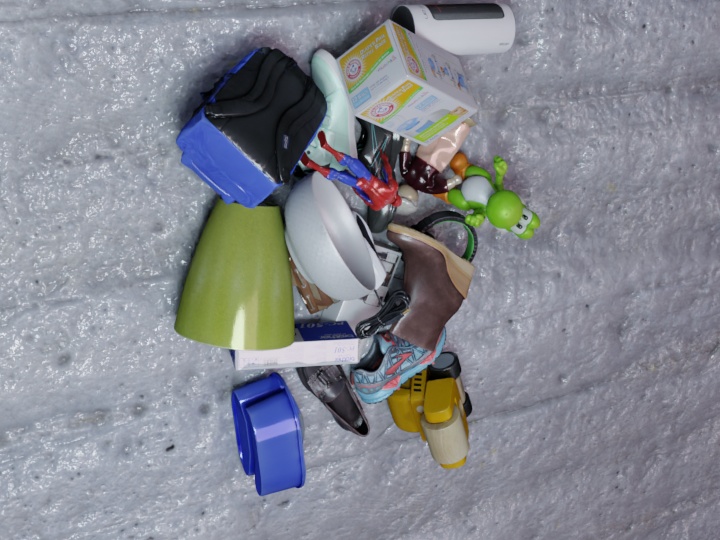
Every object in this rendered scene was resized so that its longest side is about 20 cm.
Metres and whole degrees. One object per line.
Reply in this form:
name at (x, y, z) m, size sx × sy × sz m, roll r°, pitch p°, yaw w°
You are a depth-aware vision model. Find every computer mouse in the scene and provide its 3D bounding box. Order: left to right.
computer mouse at (0.000, 0.000, 1.674) m, size 0.109 × 0.203 × 0.044 m, roll -31°, pitch 170°, yaw 26°

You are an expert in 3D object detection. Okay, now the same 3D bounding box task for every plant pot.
plant pot at (-0.178, -0.003, 1.561) m, size 0.184 × 0.186 × 0.204 m, roll 2°, pitch 100°, yaw -31°

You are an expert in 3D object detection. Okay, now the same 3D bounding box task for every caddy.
caddy at (-0.139, 0.268, 1.704) m, size 0.103 × 0.141 × 0.204 m, roll -15°, pitch 117°, yaw -21°

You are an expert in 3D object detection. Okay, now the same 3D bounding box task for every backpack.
backpack at (-0.157, -0.211, 1.486) m, size 0.162 × 0.167 × 0.202 m, roll 44°, pitch 54°, yaw -19°

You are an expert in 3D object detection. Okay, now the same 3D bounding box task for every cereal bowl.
cereal bowl at (-0.057, -0.042, 1.557) m, size 0.082 × 0.202 × 0.201 m, roll -24°, pitch 125°, yaw 13°

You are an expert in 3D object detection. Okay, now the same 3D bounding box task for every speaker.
speaker at (0.147, -0.383, 1.658) m, size 0.197 × 0.081 × 0.083 m, roll -8°, pitch 113°, yaw -28°

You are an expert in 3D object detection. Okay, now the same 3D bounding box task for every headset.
headset at (0.114, -0.012, 1.775) m, size 0.199 × 0.094 × 0.124 m, roll -36°, pitch 124°, yaw 6°

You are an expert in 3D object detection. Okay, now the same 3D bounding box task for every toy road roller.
toy road roller at (0.115, 0.248, 1.829) m, size 0.143 × 0.201 × 0.125 m, roll -11°, pitch 120°, yaw 14°

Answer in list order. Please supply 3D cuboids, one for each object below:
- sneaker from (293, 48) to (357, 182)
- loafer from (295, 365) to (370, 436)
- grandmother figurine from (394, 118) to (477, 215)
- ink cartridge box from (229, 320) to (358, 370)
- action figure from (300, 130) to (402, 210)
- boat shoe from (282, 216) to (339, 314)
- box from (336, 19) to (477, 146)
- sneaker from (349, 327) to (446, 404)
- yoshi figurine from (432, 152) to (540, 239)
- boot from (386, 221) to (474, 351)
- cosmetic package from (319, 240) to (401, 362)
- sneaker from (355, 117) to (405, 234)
sneaker at (-0.072, -0.226, 1.588) m, size 0.117 × 0.073 × 0.204 m, roll -24°, pitch 121°, yaw -26°
loafer at (-0.040, 0.211, 1.788) m, size 0.072 × 0.063 × 0.201 m, roll -41°, pitch 124°, yaw -11°
grandmother figurine at (0.114, -0.175, 1.723) m, size 0.201 × 0.121 × 0.060 m, roll -55°, pitch 165°, yaw 10°
ink cartridge box at (-0.108, 0.119, 1.661) m, size 0.196 × 0.094 × 0.045 m, roll -2°, pitch 105°, yaw -13°
action figure at (-0.010, -0.159, 1.582) m, size 0.065 × 0.100 × 0.199 m, roll -42°, pitch 132°, yaw 20°
boat shoe at (-0.104, -0.007, 1.659) m, size 0.071 × 0.076 × 0.201 m, roll -36°, pitch 117°, yaw -2°
box at (0.072, -0.280, 1.580) m, size 0.112 × 0.103 × 0.198 m, roll -31°, pitch 155°, yaw 29°
sneaker at (0.066, 0.141, 1.816) m, size 0.199 × 0.079 × 0.096 m, roll -41°, pitch 122°, yaw -11°
yoshi figurine at (0.207, -0.122, 1.714) m, size 0.111 × 0.199 × 0.114 m, roll -22°, pitch 133°, yaw -37°
boot at (0.090, 0.029, 1.706) m, size 0.198 × 0.072 × 0.168 m, roll 29°, pitch 90°, yaw -32°
cosmetic package at (-0.007, 0.048, 1.752) m, size 0.081 × 0.051 × 0.203 m, roll 15°, pitch 101°, yaw -33°
sneaker at (0.020, -0.161, 1.683) m, size 0.078 × 0.075 × 0.204 m, roll 2°, pitch 100°, yaw -21°
